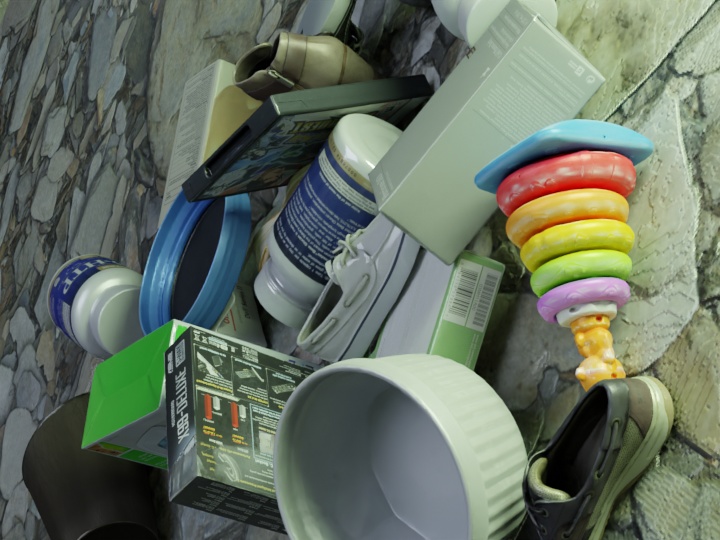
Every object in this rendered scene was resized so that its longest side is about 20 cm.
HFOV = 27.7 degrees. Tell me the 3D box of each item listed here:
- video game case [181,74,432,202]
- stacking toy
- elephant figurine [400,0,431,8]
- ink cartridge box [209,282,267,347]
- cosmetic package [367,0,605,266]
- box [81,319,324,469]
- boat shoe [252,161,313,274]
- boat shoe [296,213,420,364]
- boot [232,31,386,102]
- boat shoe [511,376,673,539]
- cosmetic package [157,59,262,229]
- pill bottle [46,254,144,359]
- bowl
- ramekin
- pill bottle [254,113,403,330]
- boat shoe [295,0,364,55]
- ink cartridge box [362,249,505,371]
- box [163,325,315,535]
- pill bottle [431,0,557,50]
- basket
[{"bbox_3d":[-0.052,-0.129,1.433,0.180,0.199,0.026,-36,73,47],"label":"video game case"},{"bbox_3d":[0.164,0.001,1.082,0.110,0.115,0.202,-34,59,54],"label":"stacking toy"},{"bbox_3d":[0.062,-0.376,1.455,0.154,0.141,0.202,28,91,20],"label":"elephant figurine"},{"bbox_3d":[-0.166,0.086,1.633,0.201,0.067,0.118,-59,29,25],"label":"ink cartridge box"},{"bbox_3d":[0.099,-0.115,1.195,0.200,0.090,0.107,-48,17,10],"label":"cosmetic package"},{"bbox_3d":[-0.161,0.137,1.481,0.199,0.175,0.098,-27,49,52],"label":"box"},{"bbox_3d":[-0.054,-0.042,1.511,0.200,0.073,0.070,129,144,-50],"label":"boat shoe"},{"bbox_3d":[0.000,0.000,1.326,0.072,0.065,0.201,-93,25,-53],"label":"boat shoe"},{"bbox_3d":[-0.069,-0.182,1.531,0.200,0.145,0.071,-40,43,45],"label":"boot"},{"bbox_3d":[0.146,0.155,1.038,0.201,0.064,0.072,-60,32,24],"label":"boat shoe"},{"bbox_3d":[-0.182,-0.144,1.790,0.105,0.070,0.202,-17,59,56],"label":"cosmetic package"},{"bbox_3d":[-0.324,0.051,1.883,0.199,0.119,0.121,18,90,61],"label":"pill bottle"},{"bbox_3d":[-0.182,-0.012,1.608,0.200,0.039,0.202,-41,38,42],"label":"bowl"},{"bbox_3d":[0.038,0.159,1.121,0.199,0.104,0.203,11,107,40],"label":"ramekin"},{"bbox_3d":[-0.022,-0.041,1.402,0.201,0.110,0.112,-55,32,28],"label":"pill bottle"},{"bbox_3d":[-0.031,-0.247,1.550,0.200,0.063,0.072,126,149,-60],"label":"boat shoe"},{"bbox_3d":[0.055,0.055,1.282,0.200,0.047,0.147,-175,102,-77],"label":"ink cartridge box"},{"bbox_3d":[-0.078,0.152,1.300,0.050,0.199,0.159,-43,40,34],"label":"box"},{"bbox_3d":[0.109,-0.273,1.301,0.113,0.111,0.201,-54,33,30],"label":"pill bottle"},{"bbox_3d":[-0.314,0.275,1.731,0.181,0.135,0.201,-55,36,19],"label":"basket"}]
